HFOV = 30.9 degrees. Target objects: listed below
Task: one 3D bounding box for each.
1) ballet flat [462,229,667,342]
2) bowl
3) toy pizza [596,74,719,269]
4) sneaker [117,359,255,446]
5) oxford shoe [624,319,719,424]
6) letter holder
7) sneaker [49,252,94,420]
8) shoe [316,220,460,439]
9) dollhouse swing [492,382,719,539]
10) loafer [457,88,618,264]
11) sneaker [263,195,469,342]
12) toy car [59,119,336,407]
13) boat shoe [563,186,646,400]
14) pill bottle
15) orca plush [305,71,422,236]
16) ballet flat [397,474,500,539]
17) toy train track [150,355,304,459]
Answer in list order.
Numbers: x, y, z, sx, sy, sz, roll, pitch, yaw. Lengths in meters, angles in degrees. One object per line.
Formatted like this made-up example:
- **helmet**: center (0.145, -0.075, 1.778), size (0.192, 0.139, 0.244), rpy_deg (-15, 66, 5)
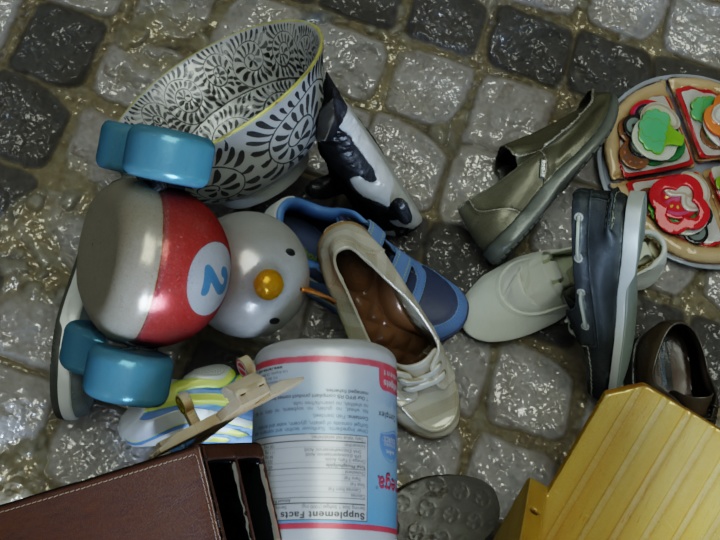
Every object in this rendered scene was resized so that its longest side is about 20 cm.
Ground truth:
- **ballet flat**: center (0.178, 0.004, 1.124), size (0.198, 0.070, 0.070), rpy_deg (-17, 71, -15)
- **bowl**: center (-0.102, -0.115, 1.096), size (0.200, 0.200, 0.095), rpy_deg (-42, 123, -21)
- **toy pizza**: center (0.316, -0.098, 1.206), size (0.197, 0.032, 0.203), rpy_deg (3, 67, -7)
- **sneaker**: center (-0.086, 0.126, 1.026), size (0.198, 0.076, 0.106), rpy_deg (-16, 72, -16)
- **oxford shoe**: center (0.260, 0.136, 1.073), size (0.072, 0.085, 0.203), rpy_deg (-1, 69, -11)
- **letter holder**: center (-0.157, 0.211, 0.874), size (0.198, 0.100, 0.144), rpy_deg (-18, 78, 16)
- **sneaker**: center (-0.171, 0.032, 1.052), size (0.119, 0.084, 0.202), rpy_deg (9, 65, 5)
- **shoe**: center (0.024, 0.055, 1.044), size (0.069, 0.053, 0.201), rpy_deg (-31, 105, -4)
- **dollhouse swing**: center (0.218, 0.216, 0.968), size (0.199, 0.177, 0.182), rpy_deg (31, 22, 1)
- **loafer**: center (0.158, -0.097, 1.157), size (0.069, 0.075, 0.200), rpy_deg (40, 67, 4)
- **sneaker**: center (0.000, 0.000, 1.089), size (0.198, 0.082, 0.075), rpy_deg (23, 64, 0)
- **toy car**: center (-0.099, 0.002, 0.954), size (0.198, 0.177, 0.187), rpy_deg (9, 93, -24)
- **boat shoe**: center (0.197, 0.021, 1.071), size (0.060, 0.202, 0.076), rpy_deg (9, 29, 17)
- **pill bottle**: center (-0.026, 0.158, 0.949), size (0.107, 0.109, 0.203), rpy_deg (2, 75, -8)
- **orca plush**: center (-0.011, -0.074, 1.072), size (0.071, 0.200, 0.106), rpy_deg (-31, 71, 6)
- **ballet flat**: center (0.018, 0.214, 1.028), size (0.198, 0.046, 0.068), rpy_deg (-19, 77, -20)
- **toy train track**: center (-0.110, 0.099, 0.908), size (0.114, 0.200, 0.033), rpy_deg (-25, 82, -29)
